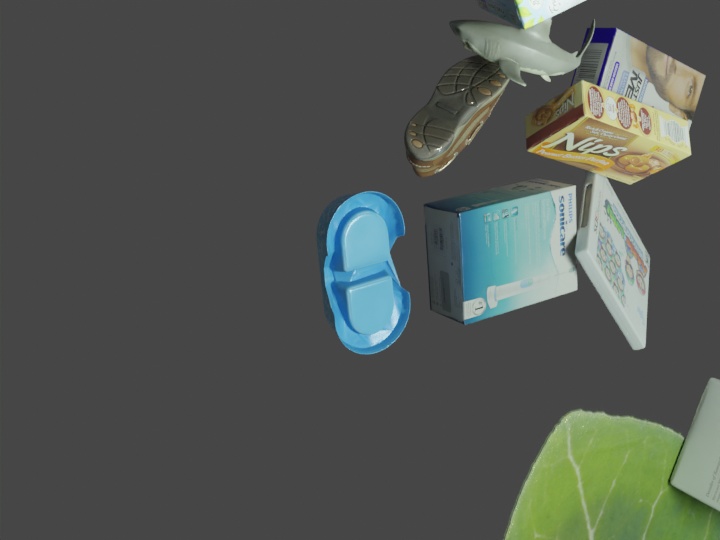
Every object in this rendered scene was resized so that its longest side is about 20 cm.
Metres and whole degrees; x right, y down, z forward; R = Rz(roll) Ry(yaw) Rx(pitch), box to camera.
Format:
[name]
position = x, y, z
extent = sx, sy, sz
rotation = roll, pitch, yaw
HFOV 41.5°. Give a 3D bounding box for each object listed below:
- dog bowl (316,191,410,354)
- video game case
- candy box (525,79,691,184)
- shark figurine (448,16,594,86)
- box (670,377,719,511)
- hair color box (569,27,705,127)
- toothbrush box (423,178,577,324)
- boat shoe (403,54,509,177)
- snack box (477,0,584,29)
[dog bowl]
position = 0.000, 0.000, 1.171
extent = 0.110, 0.049, 0.204
rotation = -15, 110, -28
[video game case]
position = 0.361, -0.021, 1.344
extent = 0.201, 0.023, 0.184
rotation = 52, 39, -31
[candy box]
position = 0.332, -0.181, 1.276
extent = 0.197, 0.115, 0.057
rotation = 13, 66, -29
[shark figurine]
position = 0.230, -0.286, 1.181
extent = 0.210, 0.129, 0.091
rotation = 2, 125, -29
[box]
position = 0.669, 0.317, 1.593
extent = 0.196, 0.170, 0.204
rotation = 19, 92, -33
[hair color box]
position = 0.389, -0.255, 1.337
extent = 0.197, 0.064, 0.112
rotation = 13, 95, -35
[toothbrush box]
position = 0.189, -0.030, 1.257
extent = 0.197, 0.085, 0.150
rotation = -15, 109, -27
[boat shoe]
position = 0.120, -0.195, 1.190
extent = 0.200, 0.075, 0.072
rotation = -45, 155, -24
[snack box]
position = 0.242, -0.368, 1.121
extent = 0.197, 0.169, 0.069
rotation = -24, 116, 0
